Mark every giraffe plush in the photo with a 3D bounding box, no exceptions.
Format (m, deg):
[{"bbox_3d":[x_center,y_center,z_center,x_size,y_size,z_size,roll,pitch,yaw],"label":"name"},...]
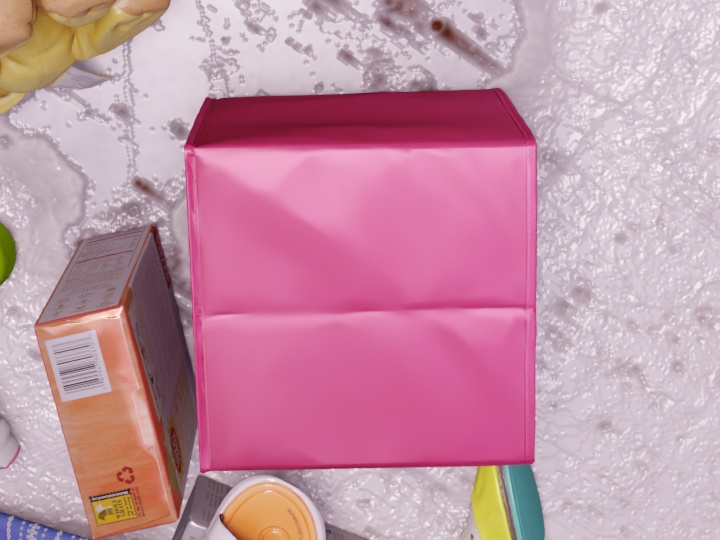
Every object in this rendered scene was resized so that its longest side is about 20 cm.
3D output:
[{"bbox_3d":[-0.217,-0.195,0.978,0.171,0.200,0.163,-24,86,-1],"label":"giraffe plush"}]

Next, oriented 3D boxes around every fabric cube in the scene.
[{"bbox_3d":[0.000,0.000,1.011,0.197,0.196,0.202,-2,105,-2],"label":"fabric cube"}]

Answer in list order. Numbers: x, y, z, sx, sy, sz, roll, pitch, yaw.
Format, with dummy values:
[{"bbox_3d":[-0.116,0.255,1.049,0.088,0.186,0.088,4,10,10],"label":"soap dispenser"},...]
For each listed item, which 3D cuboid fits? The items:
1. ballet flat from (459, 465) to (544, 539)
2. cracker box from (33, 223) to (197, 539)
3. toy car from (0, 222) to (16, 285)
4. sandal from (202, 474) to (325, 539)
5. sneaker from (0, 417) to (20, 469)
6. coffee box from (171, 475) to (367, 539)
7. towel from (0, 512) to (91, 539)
[{"bbox_3d":[0.106,0.206,1.140,0.067,0.067,0.201,-16,107,23],"label":"ballet flat"},{"bbox_3d":[-0.146,0.062,1.019,0.057,0.200,0.135,-12,105,2],"label":"cracker box"},{"bbox_3d":[-0.344,-0.017,1.023,0.198,0.164,0.159,-8,105,13],"label":"toy car"},{"bbox_3d":[-0.086,0.233,1.055,0.079,0.059,0.208,26,102,-7],"label":"sandal"},{"bbox_3d":[-0.332,0.102,1.090,0.198,0.081,0.089,-10,104,-8],"label":"sneaker"},{"bbox_3d":[-0.043,0.238,1.130,0.198,0.080,0.115,21,103,-7],"label":"coffee box"},{"bbox_3d":[-0.224,0.238,1.100,0.199,0.024,0.146,10,105,30],"label":"towel"}]
